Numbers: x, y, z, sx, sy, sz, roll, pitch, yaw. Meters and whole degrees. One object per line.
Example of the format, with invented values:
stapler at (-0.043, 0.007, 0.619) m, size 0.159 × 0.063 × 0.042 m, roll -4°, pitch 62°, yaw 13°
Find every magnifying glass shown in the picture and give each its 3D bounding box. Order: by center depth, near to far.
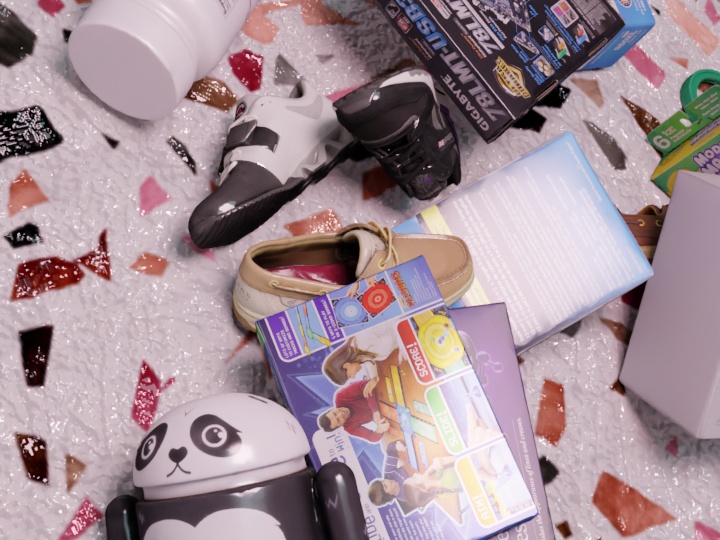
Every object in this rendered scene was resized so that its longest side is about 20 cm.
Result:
magnifying glass at (0.429, -0.151, 1.261) m, size 0.198 × 0.022 × 0.080 m, roll 26°, pitch 58°, yaw -14°

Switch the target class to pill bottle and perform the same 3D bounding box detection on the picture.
pill bottle at (-0.142, -0.223, 0.922) m, size 0.113 × 0.113 × 0.202 m, roll 34°, pitch 57°, yaw -11°

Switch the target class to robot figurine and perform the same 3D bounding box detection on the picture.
robot figurine at (-0.081, 0.182, 0.757) m, size 0.148 × 0.124 × 0.203 m, roll -8°, pitch 85°, yaw -24°

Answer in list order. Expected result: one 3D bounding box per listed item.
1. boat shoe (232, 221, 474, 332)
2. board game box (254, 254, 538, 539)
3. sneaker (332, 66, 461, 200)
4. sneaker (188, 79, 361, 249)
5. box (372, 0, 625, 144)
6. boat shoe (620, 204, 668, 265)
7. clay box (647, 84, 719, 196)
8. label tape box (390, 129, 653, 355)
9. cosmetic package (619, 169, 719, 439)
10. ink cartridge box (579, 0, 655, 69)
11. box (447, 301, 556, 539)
boat shoe at (0.000, 0.000, 0.897) m, size 0.197 × 0.067 × 0.075 m, roll -11°, pitch 49°, yaw -18°
board game box at (0.022, 0.105, 0.817) m, size 0.134 × 0.035 × 0.202 m, roll -20°, pitch 73°, yaw -10°
sneaker at (0.044, -0.105, 0.948) m, size 0.199 × 0.075 × 0.089 m, roll -1°, pitch 70°, yaw -68°
sneaker at (-0.084, -0.089, 0.923) m, size 0.089 × 0.074 × 0.200 m, roll 48°, pitch 44°, yaw 0°
box at (0.110, -0.237, 0.998) m, size 0.201 × 0.050 × 0.198 m, roll 49°, pitch 53°, yaw -1°
boat shoe at (0.287, -0.031, 1.097) m, size 0.197 × 0.072 × 0.069 m, roll -3°, pitch 72°, yaw -27°
clay box at (0.379, -0.081, 1.143) m, size 0.199 × 0.115 × 0.048 m, roll 39°, pitch 55°, yaw -7°
label tape box at (0.126, -0.007, 0.993) m, size 0.198 × 0.066 × 0.145 m, roll -29°, pitch 83°, yaw -7°
cosmetic package at (0.359, 0.032, 1.022) m, size 0.197 × 0.123 × 0.202 m, roll 4°, pitch 108°, yaw -28°
ink cartridge box at (0.169, -0.274, 1.132) m, size 0.197 × 0.084 × 0.147 m, roll -11°, pitch 73°, yaw -31°
box at (0.056, 0.137, 0.870) m, size 0.139 × 0.079 × 0.203 m, roll -8°, pitch 71°, yaw -8°
